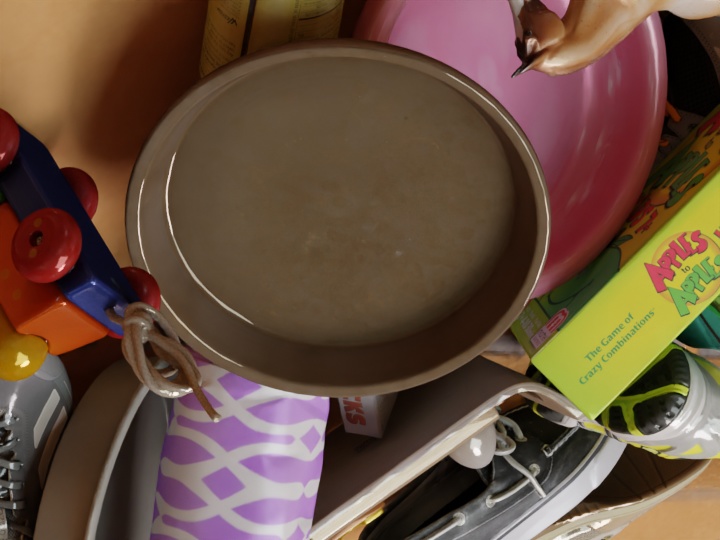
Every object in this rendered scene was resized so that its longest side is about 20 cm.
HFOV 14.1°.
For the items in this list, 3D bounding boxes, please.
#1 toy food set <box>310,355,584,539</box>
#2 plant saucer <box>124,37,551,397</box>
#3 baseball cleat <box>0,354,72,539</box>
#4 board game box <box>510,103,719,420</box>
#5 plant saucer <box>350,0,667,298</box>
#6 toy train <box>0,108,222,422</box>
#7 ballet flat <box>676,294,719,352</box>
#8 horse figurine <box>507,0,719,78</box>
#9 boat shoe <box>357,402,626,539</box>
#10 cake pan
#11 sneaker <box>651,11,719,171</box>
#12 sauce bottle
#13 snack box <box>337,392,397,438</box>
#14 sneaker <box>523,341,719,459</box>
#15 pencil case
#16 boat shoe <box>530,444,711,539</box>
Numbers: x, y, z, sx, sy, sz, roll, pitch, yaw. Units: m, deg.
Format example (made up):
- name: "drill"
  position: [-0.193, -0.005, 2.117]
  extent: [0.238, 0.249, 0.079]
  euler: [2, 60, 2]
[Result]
- name: "toy food set"
  position: [0.018, 0.119, 1.590]
  extent: [0.200, 0.143, 0.061]
  euler: [-35, 102, -7]
- name: "plant saucer"
  position: [-0.010, -0.027, 1.367]
  extent: [0.199, 0.030, 0.201]
  euler: [0, 125, 1]
- name: "baseball cleat"
  position: [-0.173, 0.106, 1.440]
  extent: [0.069, 0.107, 0.200]
  euler: [-4, 141, 8]
- name: "board game box"
  position: [0.165, -0.020, 1.489]
  extent: [0.048, 0.102, 0.200]
  euler: [44, 94, -10]
- name: "plant saucer"
  position: [0.064, -0.085, 1.446]
  extent: [0.200, 0.051, 0.201]
  euler: [-10, 106, -36]
- name: "toy train"
  position: [-0.151, 0.030, 1.307]
  extent: [0.116, 0.200, 0.085]
  euler: [-40, 144, 8]
- name: "ballet flat"
  position: [0.202, 0.014, 1.533]
  extent: [0.071, 0.200, 0.072]
  euler: [-2, 100, -14]
- name: "horse figurine"
  position: [0.147, -0.167, 1.431]
  extent: [0.199, 0.133, 0.050]
  euler: [-8, 178, -43]
- name: "boat shoe"
  position: [0.077, 0.115, 1.704]
  extent: [0.199, 0.074, 0.068]
  euler: [-38, 125, -14]
- name: "cake pan"
  position: [-0.117, 0.132, 1.491]
  extent: [0.200, 0.037, 0.201]
  euler: [11, 90, -73]
- name: "sneaker"
  position: [0.160, -0.065, 1.585]
  extent: [0.077, 0.078, 0.201]
  euler: [-12, 136, -26]
- name: "sauce bottle"
  position: [-0.046, -0.098, 1.379]
  extent: [0.066, 0.066, 0.200]
  euler: [-16, 140, -29]
- name: "snack box"
  position: [0.000, 0.000, 1.519]
  extent: [0.200, 0.024, 0.072]
  euler: [79, 26, -50]
- name: "sneaker"
  position: [0.153, 0.069, 1.622]
  extent: [0.076, 0.200, 0.076]
  euler: [29, 93, -22]
- name: "pencil case"
  position: [-0.064, 0.129, 1.469]
  extent: [0.084, 0.086, 0.201]
  euler: [9, 96, -5]
- name: "boat shoe"
  position: [0.123, 0.143, 1.777]
  extent: [0.199, 0.072, 0.065]
  euler: [-26, 150, -15]
